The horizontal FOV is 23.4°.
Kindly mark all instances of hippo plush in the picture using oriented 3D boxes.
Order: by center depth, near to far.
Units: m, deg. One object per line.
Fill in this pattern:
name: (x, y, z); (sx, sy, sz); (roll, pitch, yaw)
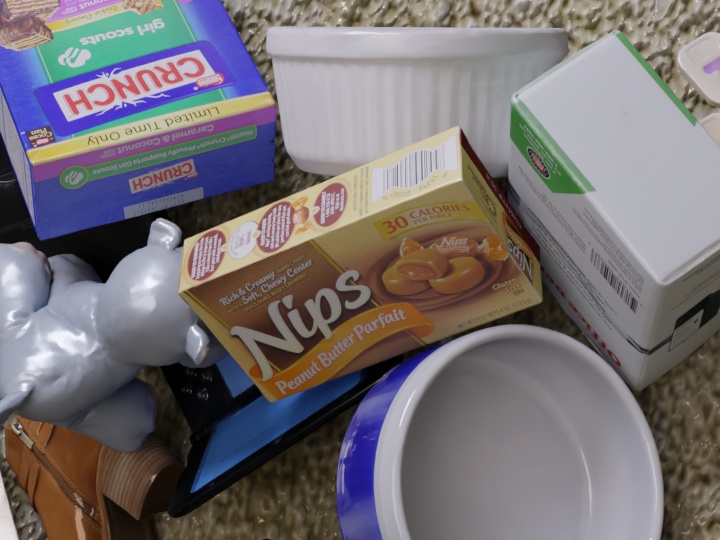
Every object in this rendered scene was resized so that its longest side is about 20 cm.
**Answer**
hippo plush: (-0.169, 0.023, 1.164); (0.161, 0.200, 0.160); (-33, 71, 21)

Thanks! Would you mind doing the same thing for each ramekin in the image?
ramekin: (0.037, -0.113, 1.142); (0.202, 0.202, 0.095); (4, 100, 25)

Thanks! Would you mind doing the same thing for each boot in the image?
boot: (-0.222, 0.183, 1.293); (0.155, 0.077, 0.201); (31, 110, 32)

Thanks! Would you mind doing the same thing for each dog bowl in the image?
dog bowl: (0.087, 0.138, 1.085); (0.079, 0.199, 0.201); (-22, 73, 59)

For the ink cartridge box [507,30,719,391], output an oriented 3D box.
ink cartridge box: (0.162, -0.030, 1.064); (0.083, 0.200, 0.147); (-34, 71, -9)

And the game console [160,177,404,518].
game console: (-0.069, 0.049, 1.211); (0.200, 0.116, 0.176); (-34, 73, 17)

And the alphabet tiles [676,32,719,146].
alphabet tiles: (0.296, -0.091, 1.055); (0.200, 0.015, 0.196); (-31, 70, -18)

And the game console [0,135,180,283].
game console: (-0.233, -0.058, 1.323); (0.199, 0.116, 0.177); (-18, 101, 19)

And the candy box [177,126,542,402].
candy box: (0.000, 0.000, 1.086); (0.199, 0.116, 0.055); (-21, 39, 20)

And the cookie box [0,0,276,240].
cookie box: (-0.168, -0.131, 1.204); (0.170, 0.075, 0.200); (-15, 49, -16)

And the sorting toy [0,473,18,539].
sorting toy: (-0.364, 0.173, 1.278); (0.199, 0.070, 0.199); (-15, 58, -13)
